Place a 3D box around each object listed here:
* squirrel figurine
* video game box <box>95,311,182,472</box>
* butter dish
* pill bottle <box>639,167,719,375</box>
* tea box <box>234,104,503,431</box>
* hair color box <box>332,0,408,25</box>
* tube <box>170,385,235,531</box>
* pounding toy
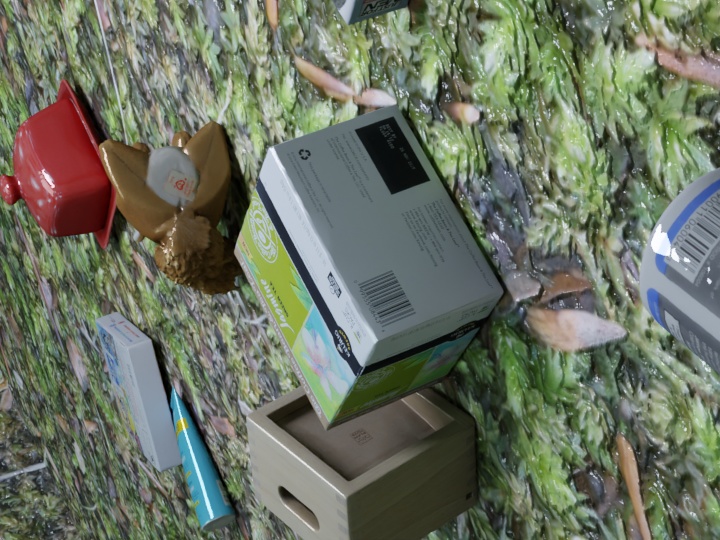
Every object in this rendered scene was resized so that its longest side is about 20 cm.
[{"bbox_3d":[-0.214,-0.057,1.843,0.187,0.140,0.202,134,116,-71],"label":"squirrel figurine"},{"bbox_3d":[-0.331,0.179,2.384,0.182,0.046,0.202,24,130,61],"label":"video game box"},{"bbox_3d":[-0.437,-0.132,2.249,0.201,0.147,0.200,62,155,17],"label":"butter dish"},{"bbox_3d":[0.259,0.033,0.897,0.200,0.113,0.115,45,147,44],"label":"pill bottle"},{"bbox_3d":[0.000,0.000,1.413,0.201,0.132,0.197,61,156,19],"label":"tea box"},{"bbox_3d":[0.009,-0.298,1.248,0.100,0.060,0.201,59,155,23],"label":"hair color box"},{"bbox_3d":[-0.232,0.265,2.251,0.078,0.050,0.202,114,138,-57],"label":"tube"},{"bbox_3d":[0.000,0.181,1.530,0.199,0.183,0.144,32,137,42],"label":"pounding toy"}]
